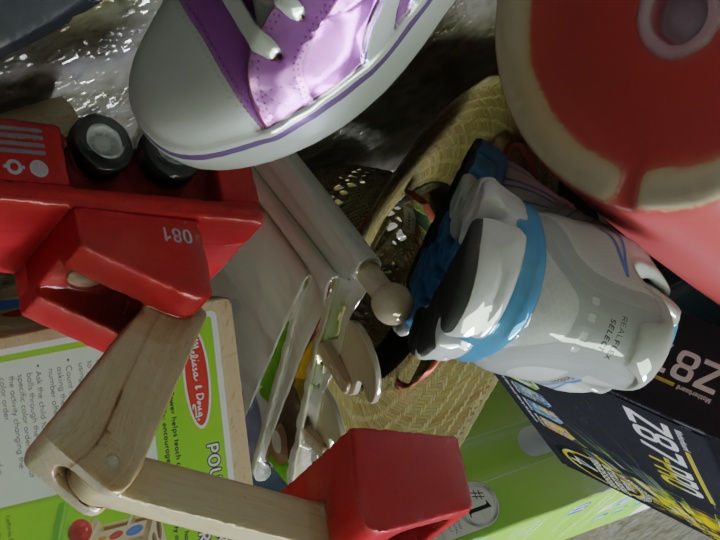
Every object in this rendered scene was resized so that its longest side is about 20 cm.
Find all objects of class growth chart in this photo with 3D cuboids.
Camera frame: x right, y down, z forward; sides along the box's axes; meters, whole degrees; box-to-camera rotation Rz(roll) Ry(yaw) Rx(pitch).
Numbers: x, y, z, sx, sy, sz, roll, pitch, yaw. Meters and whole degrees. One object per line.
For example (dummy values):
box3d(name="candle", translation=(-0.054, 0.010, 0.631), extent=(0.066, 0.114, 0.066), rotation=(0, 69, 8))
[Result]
box3d(name="growth chart", translation=(-0.046, 0.013, 0.740), extent=(0.018, 0.145, 0.200), rotation=(-24, 162, -29))

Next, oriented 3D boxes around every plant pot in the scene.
box3d(name="plant pot", translation=(0.152, -0.073, 0.715), extent=(0.200, 0.201, 0.177), rotation=(-35, 152, 28))

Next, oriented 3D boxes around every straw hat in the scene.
box3d(name="straw hat", translation=(0.000, 0.000, 0.835), extent=(0.201, 0.085, 0.201), rotation=(-46, 146, -43))

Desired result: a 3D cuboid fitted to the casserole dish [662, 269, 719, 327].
box3d(name="casserole dish", translation=(0.177, -0.021, 0.994), extent=(0.121, 0.039, 0.200), rotation=(-31, -163, 30))

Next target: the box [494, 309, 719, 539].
box3d(name="box", translation=(0.141, 0.068, 0.876), extent=(0.049, 0.161, 0.200), rotation=(-61, 154, -12))

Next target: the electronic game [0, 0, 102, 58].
box3d(name="electronic game", translation=(-0.125, -0.086, 0.502), extent=(0.200, 0.042, 0.200), rotation=(-22, 170, -4))

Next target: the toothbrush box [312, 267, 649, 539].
box3d(name="toothbrush box", translation=(0.079, 0.065, 1.059), extent=(0.200, 0.146, 0.086), rotation=(-14, 159, -31))

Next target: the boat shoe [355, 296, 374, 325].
box3d(name="boat shoe", translation=(-0.052, 0.058, 0.988), extent=(0.073, 0.065, 0.200), rotation=(-13, 160, -39))

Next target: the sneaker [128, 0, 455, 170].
box3d(name="sneaker", translation=(-0.007, -0.112, 0.563), extent=(0.200, 0.073, 0.114), rotation=(-41, 156, 14))

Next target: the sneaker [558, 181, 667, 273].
box3d(name="sneaker", translation=(0.134, -0.063, 0.909), extent=(0.200, 0.075, 0.115), rotation=(-39, 156, 7))

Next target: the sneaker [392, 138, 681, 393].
box3d(name="sneaker", translation=(0.062, 0.008, 0.698), extent=(0.200, 0.086, 0.075), rotation=(-90, -158, -79))

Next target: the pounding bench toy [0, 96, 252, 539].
box3d(name="pounding bench toy", translation=(-0.136, 0.039, 0.742), extent=(0.124, 0.201, 0.156), rotation=(-11, -171, -33))

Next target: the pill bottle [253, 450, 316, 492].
box3d(name="pill bottle", translation=(-0.084, 0.165, 1.161), extent=(0.200, 0.120, 0.120), rotation=(-28, 163, 6))

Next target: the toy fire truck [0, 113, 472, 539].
box3d(name="toy fire truck", translation=(-0.072, 0.024, 0.620), extent=(0.200, 0.141, 0.049), rotation=(4, 148, -33))
